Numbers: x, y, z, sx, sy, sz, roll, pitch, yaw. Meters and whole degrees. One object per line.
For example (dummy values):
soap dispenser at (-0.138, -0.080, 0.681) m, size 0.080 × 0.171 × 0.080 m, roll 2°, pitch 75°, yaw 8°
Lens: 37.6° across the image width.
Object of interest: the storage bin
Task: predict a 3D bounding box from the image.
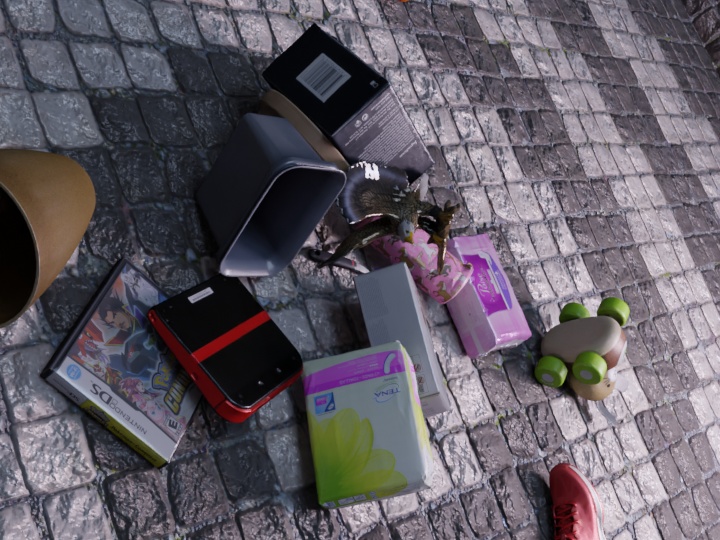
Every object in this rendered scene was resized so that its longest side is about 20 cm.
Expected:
storage bin at (-0.127, -0.109, 1.435) m, size 0.145 × 0.200 × 0.135 m, roll 0°, pitch 47°, yaw -45°

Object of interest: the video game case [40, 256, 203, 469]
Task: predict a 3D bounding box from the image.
video game case at (-0.265, 0.108, 1.278) m, size 0.181 × 0.025 × 0.201 m, roll 43°, pitch 41°, yaw -18°

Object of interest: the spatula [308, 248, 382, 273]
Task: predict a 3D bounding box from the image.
spatula at (0.000, 0.000, 1.635) m, size 0.199 × 0.021 × 0.057 m, roll 22°, pitch 45°, yaw -35°

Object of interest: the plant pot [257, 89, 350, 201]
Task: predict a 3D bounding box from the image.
plant pot at (-0.096, -0.160, 1.547) m, size 0.201 × 0.093 × 0.201 m, roll 46°, pitch -6°, yaw 6°

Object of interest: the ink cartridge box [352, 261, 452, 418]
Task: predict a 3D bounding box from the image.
ink cartridge box at (0.065, 0.115, 1.556) m, size 0.176 × 0.083 × 0.202 m, roll 58°, pitch 16°, yaw -68°

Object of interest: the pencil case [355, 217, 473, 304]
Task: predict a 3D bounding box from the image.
pencil case at (0.087, -0.033, 1.683) m, size 0.200 × 0.083 × 0.087 m, roll 41°, pitch 68°, yaw -7°

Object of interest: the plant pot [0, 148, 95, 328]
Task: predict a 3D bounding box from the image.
plant pot at (-0.379, -0.058, 1.163) m, size 0.187 × 0.186 × 0.200 m, roll 53°, pitch 26°, yaw -6°

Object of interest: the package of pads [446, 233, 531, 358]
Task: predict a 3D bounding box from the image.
package of pads at (0.199, 0.042, 1.778) m, size 0.120 × 0.075 × 0.202 m, roll -8°, pitch 72°, yaw -50°

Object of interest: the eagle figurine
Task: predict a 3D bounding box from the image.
eagle figurine at (0.040, -0.074, 1.524) m, size 0.198 × 0.151 × 0.154 m, roll 3°, pitch 86°, yaw -12°

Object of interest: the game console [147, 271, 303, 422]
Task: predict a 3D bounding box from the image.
game console at (-0.167, 0.094, 1.357) m, size 0.177 × 0.031 × 0.200 m, roll 49°, pitch 26°, yaw 5°

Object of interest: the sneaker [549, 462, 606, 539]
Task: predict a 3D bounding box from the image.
sneaker at (0.334, 0.411, 1.681) m, size 0.115 × 0.078 × 0.202 m, roll -4°, pitch 68°, yaw -49°

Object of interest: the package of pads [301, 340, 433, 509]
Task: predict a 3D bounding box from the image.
package of pads at (0.010, 0.204, 1.405) m, size 0.068 × 0.153 × 0.202 m, roll 58°, pitch 21°, yaw -64°

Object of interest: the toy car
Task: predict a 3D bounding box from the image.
toy car at (0.428, 0.179, 1.890) m, size 0.201 × 0.157 × 0.165 m, roll 53°, pitch 50°, yaw -25°

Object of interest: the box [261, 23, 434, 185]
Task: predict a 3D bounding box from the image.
box at (-0.016, -0.226, 1.572) m, size 0.197 × 0.117 × 0.200 m, roll 45°, pitch -3°, yaw 38°
